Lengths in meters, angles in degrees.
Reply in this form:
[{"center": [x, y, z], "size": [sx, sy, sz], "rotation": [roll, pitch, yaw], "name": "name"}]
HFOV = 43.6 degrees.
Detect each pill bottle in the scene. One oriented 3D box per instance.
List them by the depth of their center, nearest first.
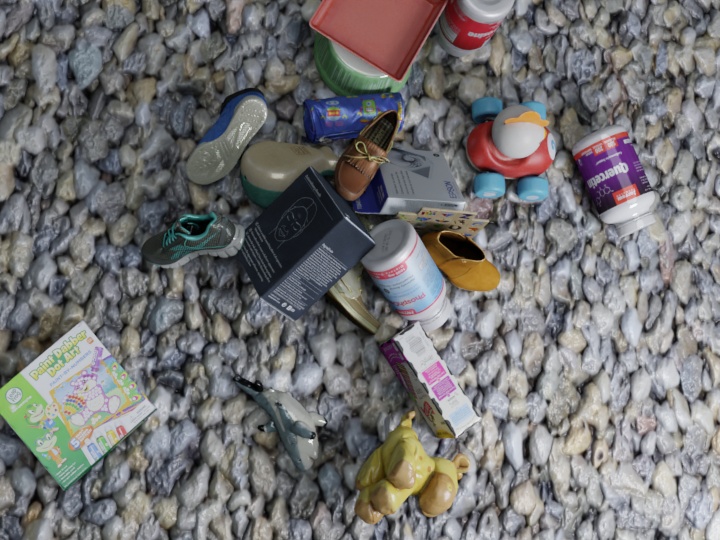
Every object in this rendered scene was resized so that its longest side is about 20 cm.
[{"center": [0.085, 0.014, 1.585], "size": [0.109, 0.108, 0.201], "rotation": [-48, 130, -16], "name": "pill bottle"}, {"center": [0.211, -0.486, 1.704], "size": [0.110, 0.200, 0.115], "rotation": [2, 79, -10], "name": "pill bottle"}, {"center": [0.496, -0.171, 1.742], "size": [0.111, 0.112, 0.203], "rotation": [-21, 83, -14], "name": "pill bottle"}]

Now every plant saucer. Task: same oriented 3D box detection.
[{"center": [0.033, -0.468, 1.648], "size": [0.197, 0.037, 0.202], "rotation": [31, 76, -4], "name": "plant saucer"}]

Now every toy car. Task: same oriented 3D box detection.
[{"center": [0.301, -0.248, 1.674], "size": [0.173, 0.200, 0.188], "rotation": [3, 78, -10], "name": "toy car"}]

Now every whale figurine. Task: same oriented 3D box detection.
[{"center": [-0.125, -0.172, 1.636], "size": [0.197, 0.105, 0.159], "rotation": [-15, 43, -34], "name": "whale figurine"}]

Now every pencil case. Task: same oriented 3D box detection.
[{"center": [-0.013, -0.285, 1.682], "size": [0.196, 0.078, 0.088], "rotation": [-8, 68, -12], "name": "pencil case"}]

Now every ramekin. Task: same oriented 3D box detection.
[{"center": [0.014, -0.430, 1.706], "size": [0.196, 0.098, 0.204], "rotation": [2, 78, -10], "name": "ramekin"}]

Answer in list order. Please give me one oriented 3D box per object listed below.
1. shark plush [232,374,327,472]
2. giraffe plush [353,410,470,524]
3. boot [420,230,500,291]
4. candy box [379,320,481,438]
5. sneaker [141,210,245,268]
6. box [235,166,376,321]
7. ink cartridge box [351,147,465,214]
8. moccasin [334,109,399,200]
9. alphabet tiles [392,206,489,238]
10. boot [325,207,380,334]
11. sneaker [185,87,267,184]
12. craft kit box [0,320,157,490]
[{"center": [-0.147, 0.257, 1.558], "size": [0.199, 0.091, 0.084], "rotation": [39, 105, -6], "name": "shark plush"}, {"center": [0.099, 0.361, 1.555], "size": [0.161, 0.173, 0.202], "rotation": [33, 42, -13], "name": "giraffe plush"}, {"center": [0.196, -0.014, 1.624], "size": [0.198, 0.144, 0.072], "rotation": [23, 80, -18], "name": "boot"}, {"center": [0.119, 0.196, 1.583], "size": [0.060, 0.136, 0.202], "rotation": [-33, 86, -14], "name": "candy box"}, {"center": [-0.300, -0.063, 1.544], "size": [0.196, 0.091, 0.079], "rotation": [-12, 59, 19], "name": "sneaker"}, {"center": [-0.099, -0.046, 1.538], "size": [0.200, 0.107, 0.149], "rotation": [-42, 49, 10], "name": "box"}, {"center": [0.074, -0.163, 1.632], "size": [0.196, 0.041, 0.201], "rotation": [1, 34, -11], "name": "ink cartridge box"}, {"center": [0.016, -0.205, 1.580], "size": [0.073, 0.078, 0.202], "rotation": [39, 57, -4], "name": "moccasin"}, {"center": [0.132, -0.076, 1.607], "size": [0.163, 0.200, 0.006], "rotation": [4, 75, -9], "name": "alphabet tiles"}, {"center": [0.000, 0.000, 1.630], "size": [0.154, 0.072, 0.200], "rotation": [-43, 85, -12], "name": "boot"}, {"center": [-0.242, -0.248, 1.640], "size": [0.076, 0.112, 0.200], "rotation": [35, 108, -20], "name": "sneaker"}, {"center": [-0.479, 0.224, 1.510], "size": [0.200, 0.049, 0.198], "rotation": [-42, 86, -16], "name": "craft kit box"}]
